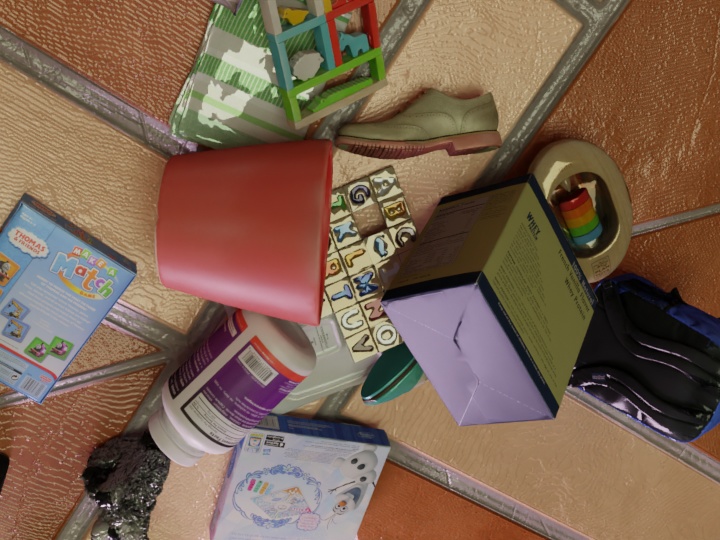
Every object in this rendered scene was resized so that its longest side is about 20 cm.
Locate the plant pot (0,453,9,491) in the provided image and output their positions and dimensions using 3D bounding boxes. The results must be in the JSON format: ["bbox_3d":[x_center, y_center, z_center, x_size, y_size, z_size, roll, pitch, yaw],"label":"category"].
[{"bbox_3d":[-0.538,0.329,1.051,0.196,0.178,0.203,16,110,-19],"label":"plant pot"}]

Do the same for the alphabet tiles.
[{"bbox_3d":[0.000,0.000,1.098,0.165,0.008,0.203,-23,96,-3],"label":"alphabet tiles"}]

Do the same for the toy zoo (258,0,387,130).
[{"bbox_3d":[-0.041,-0.265,0.961,0.130,0.020,0.203,-29,129,-24],"label":"toy zoo"}]

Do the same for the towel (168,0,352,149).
[{"bbox_3d":[-0.110,-0.218,1.005,0.150,0.023,0.202,18,107,-22],"label":"towel"}]

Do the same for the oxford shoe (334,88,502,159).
[{"bbox_3d":[0.065,-0.170,1.057,0.196,0.071,0.075,-4,89,-12],"label":"oxford shoe"}]

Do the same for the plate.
[{"bbox_3d":[-0.053,0.080,1.146,0.197,0.032,0.202,-19,117,-5],"label":"plate"}]

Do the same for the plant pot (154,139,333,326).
[{"bbox_3d":[-0.122,-0.047,0.990,0.174,0.201,0.204,5,113,0],"label":"plant pot"}]

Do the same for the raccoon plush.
[{"bbox_3d":[-0.256,0.276,1.152,0.197,0.097,0.135,-23,125,-3],"label":"raccoon plush"}]

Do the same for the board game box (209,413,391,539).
[{"bbox_3d":[-0.083,0.290,1.217,0.197,0.044,0.202,11,114,-19],"label":"board game box"}]

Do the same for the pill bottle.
[{"bbox_3d":[-0.153,0.133,1.066,0.200,0.113,0.112,-43,116,10],"label":"pill bottle"}]

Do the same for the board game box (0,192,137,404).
[{"bbox_3d":[-0.374,0.036,1.042,0.150,0.037,0.201,35,102,-25],"label":"board game box"}]

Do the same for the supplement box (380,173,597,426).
[{"bbox_3d":[0.156,0.035,1.061,0.133,0.201,0.201,-12,122,39],"label":"supplement box"}]

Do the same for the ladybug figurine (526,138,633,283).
[{"bbox_3d":[0.265,-0.075,1.135,0.134,0.072,0.202,-26,117,-2],"label":"ladybug figurine"}]

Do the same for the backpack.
[{"bbox_3d":[0.394,0.107,1.166,0.166,0.199,0.165,-11,123,-43],"label":"backpack"}]

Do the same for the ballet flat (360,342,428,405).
[{"bbox_3d":[0.080,0.097,1.147,0.070,0.067,0.201,38,82,-28],"label":"ballet flat"}]

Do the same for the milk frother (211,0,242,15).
[{"bbox_3d":[-0.166,-0.356,0.825,0.185,0.200,0.183,19,99,-14],"label":"milk frother"}]
